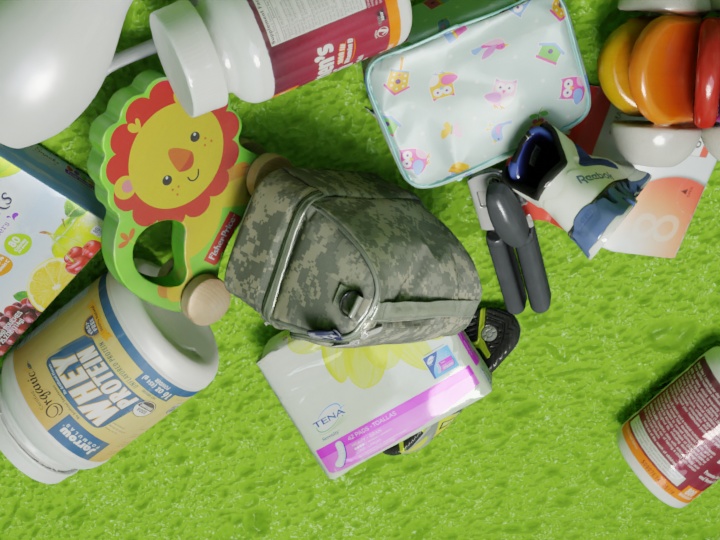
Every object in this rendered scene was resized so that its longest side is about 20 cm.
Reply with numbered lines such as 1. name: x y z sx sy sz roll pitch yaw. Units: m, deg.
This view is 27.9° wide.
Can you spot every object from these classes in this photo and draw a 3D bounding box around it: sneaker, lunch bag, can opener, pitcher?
1. sneaker: 0.194 -0.086 1.314 0.115 0.199 0.081 41 107 3
2. lunch bag: 0.101 -0.169 1.312 0.198 0.077 0.161 -22 125 4
3. sneaker: 0.091 0.114 1.538 0.200 0.076 0.076 -43 159 11
4. can opener: 0.147 -0.018 1.427 0.053 0.067 0.201 -3 136 18
5. lunch bag: 0.000 0.000 1.308 0.199 0.167 0.141 1 114 -53
6. pitcher: -0.235 -0.193 1.209 0.200 0.121 0.171 -49 137 9

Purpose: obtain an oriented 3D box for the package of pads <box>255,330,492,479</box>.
1. package of pads: 0.012 0.097 1.463 0.199 0.068 0.155 -30 99 10

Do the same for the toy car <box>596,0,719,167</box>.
1. toy car: 0.318 -0.178 1.287 0.198 0.150 0.177 -1 100 -11

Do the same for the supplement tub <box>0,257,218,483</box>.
1. supplement tub: -0.250 0.099 1.390 0.199 0.145 0.145 -37 125 15

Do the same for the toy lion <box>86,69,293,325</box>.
1. toy lion: -0.165 -0.072 1.282 0.191 0.068 0.201 25 94 -43

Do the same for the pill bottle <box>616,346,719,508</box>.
1. pill bottle: 0.390 0.158 1.596 0.114 0.115 0.200 33 114 -30

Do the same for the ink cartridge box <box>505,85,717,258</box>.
1. ink cartridge box: 0.244 -0.098 1.417 0.198 0.050 0.163 4 124 -19

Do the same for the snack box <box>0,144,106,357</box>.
1. snack box: -0.348 -0.029 1.324 0.168 0.068 0.200 34 111 -31

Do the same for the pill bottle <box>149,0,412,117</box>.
1. pill bottle: -0.066 -0.206 1.202 0.199 0.110 0.110 -25 129 -14
